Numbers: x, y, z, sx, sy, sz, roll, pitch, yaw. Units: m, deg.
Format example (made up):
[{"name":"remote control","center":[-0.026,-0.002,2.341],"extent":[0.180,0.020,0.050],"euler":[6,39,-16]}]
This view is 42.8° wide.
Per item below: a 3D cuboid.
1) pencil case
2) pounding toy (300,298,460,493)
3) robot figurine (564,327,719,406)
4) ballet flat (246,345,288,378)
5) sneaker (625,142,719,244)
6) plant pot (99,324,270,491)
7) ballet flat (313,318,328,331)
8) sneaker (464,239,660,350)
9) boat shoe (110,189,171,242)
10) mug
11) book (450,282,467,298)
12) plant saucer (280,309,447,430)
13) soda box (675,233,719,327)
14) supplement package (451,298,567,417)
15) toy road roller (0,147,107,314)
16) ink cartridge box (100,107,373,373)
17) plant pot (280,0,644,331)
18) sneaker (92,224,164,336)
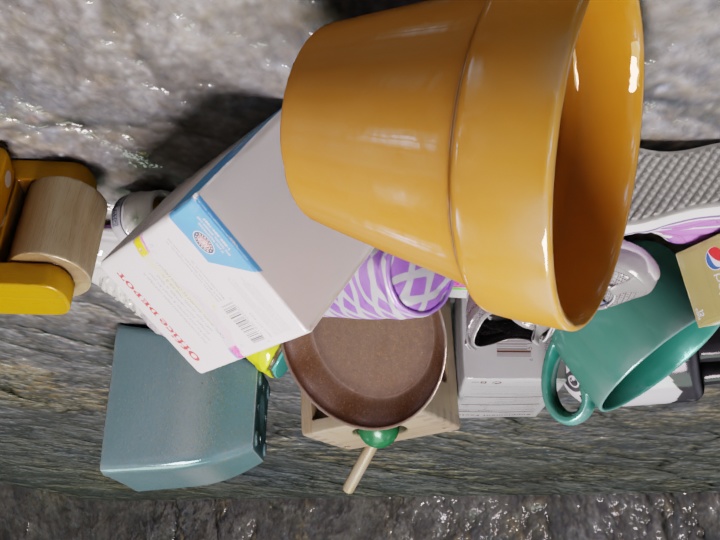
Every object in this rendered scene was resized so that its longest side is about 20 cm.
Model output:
[{"name":"pencil case","center":[0.000,0.000,0.836],"extent":[0.198,0.085,0.085],"euler":[2,127,53]},{"name":"pounding toy","center":[0.020,0.138,1.070],"extent":[0.181,0.204,0.142],"euler":[-16,155,28]},{"name":"robot figurine","center":[0.321,0.092,1.044],"extent":[0.196,0.154,0.125],"euler":[-7,-172,22]},{"name":"ballet flat","center":[-0.124,0.100,1.207],"extent":[0.066,0.068,0.200],"euler":[27,173,3]},{"name":"sneaker","center":[0.231,-0.051,0.760],"extent":[0.195,0.074,0.115],"euler":[1,163,4]},{"name":"plant pot","center":[-0.231,0.199,1.288],"extent":[0.195,0.201,0.196],"euler":[0,160,3]},{"name":"ballet flat","center":[-0.109,0.043,1.052],"extent":[0.197,0.076,0.074],"euler":[-17,152,38]},{"name":"sneaker","center":[0.176,0.032,0.822],"extent":[0.074,0.083,0.198],"euler":[40,142,-27]},{"name":"boat shoe","center":[-0.138,-0.024,0.876],"extent":[0.069,0.072,0.199],"euler":[-12,149,40]},{"name":"mug","center":[0.249,0.054,0.904],"extent":[0.183,0.115,0.153],"euler":[-32,154,-6]},{"name":"book","center":[0.114,-0.025,0.877],"extent":[0.130,0.049,0.200],"euler":[-3,157,16]},{"name":"plant saucer","center":[0.005,0.063,0.955],"extent":[0.197,0.205,0.036],"euler":[-10,-173,30]},{"name":"soda box","center":[0.373,-0.003,0.798],"extent":[0.196,0.069,0.064],"euler":[-7,166,-28]},{"name":"supplement package","center":[0.167,0.097,1.089],"extent":[0.114,0.120,0.201],"euler":[0,160,0]},{"name":"toy road roller","center":[-0.318,-0.052,0.746],"extent":[0.195,0.125,0.147],"euler":[3,149,-1]},{"name":"ink cartridge box","center":[-0.102,-0.017,0.740],"extent":[0.129,0.126,0.198],"euler":[50,142,-15]},{"name":"plant pot","center":[0.058,-0.080,0.553],"extent":[0.180,0.204,0.200],"euler":[9,165,27]},{"name":"sneaker","center":[-0.222,0.012,0.931],"extent":[0.195,0.102,0.075],"euler":[7,162,-10]}]
